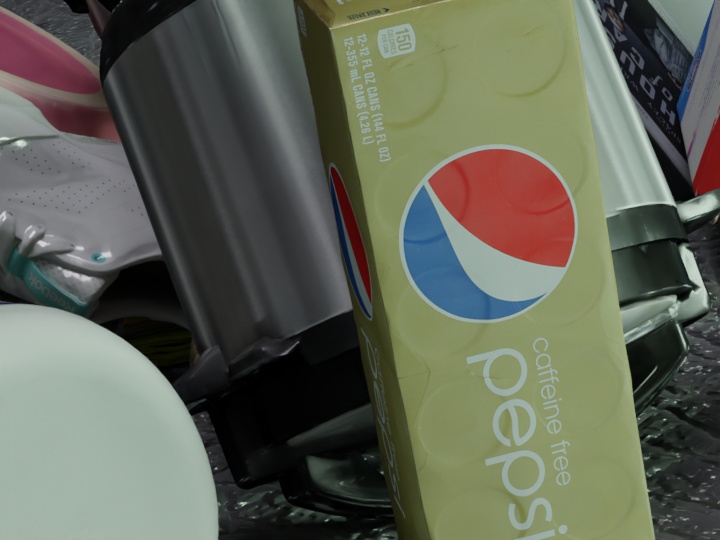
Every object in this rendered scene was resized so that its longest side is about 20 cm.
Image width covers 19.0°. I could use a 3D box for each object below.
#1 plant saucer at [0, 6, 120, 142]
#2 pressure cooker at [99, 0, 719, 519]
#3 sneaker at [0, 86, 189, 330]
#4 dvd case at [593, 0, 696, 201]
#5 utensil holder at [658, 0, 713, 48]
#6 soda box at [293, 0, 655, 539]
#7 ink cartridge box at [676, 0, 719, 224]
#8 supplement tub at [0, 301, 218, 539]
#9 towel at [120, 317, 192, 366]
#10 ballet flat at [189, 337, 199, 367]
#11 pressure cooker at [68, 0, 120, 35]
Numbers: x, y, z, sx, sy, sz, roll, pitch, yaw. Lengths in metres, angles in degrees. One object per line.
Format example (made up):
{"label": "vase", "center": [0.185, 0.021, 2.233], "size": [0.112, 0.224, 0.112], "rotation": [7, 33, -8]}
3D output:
{"label": "plant saucer", "center": [-0.183, -0.088, 0.965], "size": [0.200, 0.051, 0.201], "rotation": [27, 13, -7]}
{"label": "pressure cooker", "center": [0.015, -0.018, 0.735], "size": [0.176, 0.201, 0.178], "rotation": [-27, -10, 30]}
{"label": "sneaker", "center": [-0.132, -0.017, 0.843], "size": [0.199, 0.075, 0.089], "rotation": [11, 39, -31]}
{"label": "dvd case", "center": [0.115, -0.122, 1.045], "size": [0.025, 0.150, 0.200], "rotation": [-36, 11, 21]}
{"label": "utensil holder", "center": [0.174, -0.239, 1.250], "size": [0.169, 0.201, 0.170], "rotation": [-10, 19, 4]}
{"label": "soda box", "center": [0.035, 0.013, 0.610], "size": [0.067, 0.201, 0.064], "rotation": [-14, 20, -8]}
{"label": "ink cartridge box", "center": [0.187, -0.088, 0.904], "size": [0.067, 0.117, 0.200], "rotation": [17, 19, -1]}
{"label": "supplement tub", "center": [-0.156, 0.073, 0.630], "size": [0.200, 0.146, 0.145], "rotation": [7, 26, 42]}
{"label": "towel", "center": [-0.060, -0.028, 0.970], "size": [0.086, 0.018, 0.200], "rotation": [-7, 36, 5]}
{"label": "ballet flat", "center": [0.000, 0.000, 0.877], "size": [0.067, 0.046, 0.200], "rotation": [34, 36, 20]}
{"label": "pressure cooker", "center": [-0.047, -0.166, 0.914], "size": [0.179, 0.176, 0.200], "rotation": [-48, -8, -8]}
